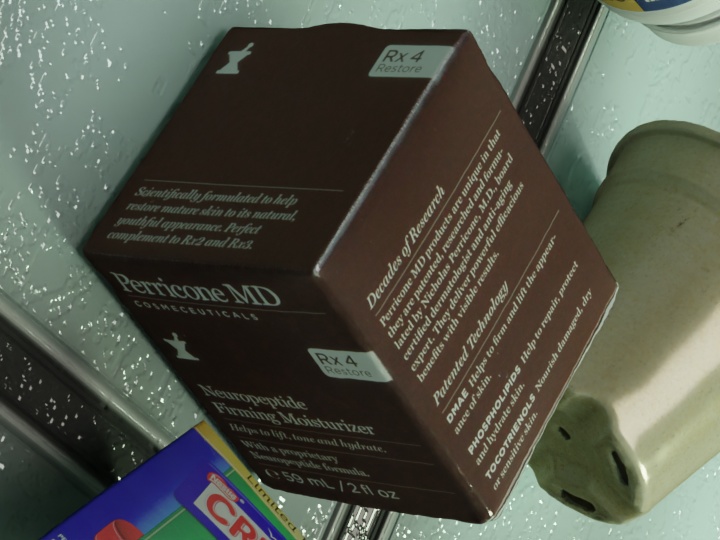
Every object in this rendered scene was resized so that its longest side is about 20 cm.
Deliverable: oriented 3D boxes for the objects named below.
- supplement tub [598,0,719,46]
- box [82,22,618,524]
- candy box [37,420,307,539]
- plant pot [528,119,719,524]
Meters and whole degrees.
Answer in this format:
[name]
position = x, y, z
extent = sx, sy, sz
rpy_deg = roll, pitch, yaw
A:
[supplement tub]
position = 0.170, -0.236, 1.526
extent = 0.200, 0.144, 0.145
rpy_deg = 39, 64, -44
[box]
position = 0.000, 0.000, 1.328
extent = 0.165, 0.165, 0.200
rpy_deg = -58, 132, -28
[candy box]
position = -0.079, 0.181, 1.216
extent = 0.169, 0.077, 0.200
rpy_deg = 48, 22, 3
[plant pot]
position = 0.172, 0.044, 1.540
extent = 0.183, 0.200, 0.201
rpy_deg = -43, 125, -25
